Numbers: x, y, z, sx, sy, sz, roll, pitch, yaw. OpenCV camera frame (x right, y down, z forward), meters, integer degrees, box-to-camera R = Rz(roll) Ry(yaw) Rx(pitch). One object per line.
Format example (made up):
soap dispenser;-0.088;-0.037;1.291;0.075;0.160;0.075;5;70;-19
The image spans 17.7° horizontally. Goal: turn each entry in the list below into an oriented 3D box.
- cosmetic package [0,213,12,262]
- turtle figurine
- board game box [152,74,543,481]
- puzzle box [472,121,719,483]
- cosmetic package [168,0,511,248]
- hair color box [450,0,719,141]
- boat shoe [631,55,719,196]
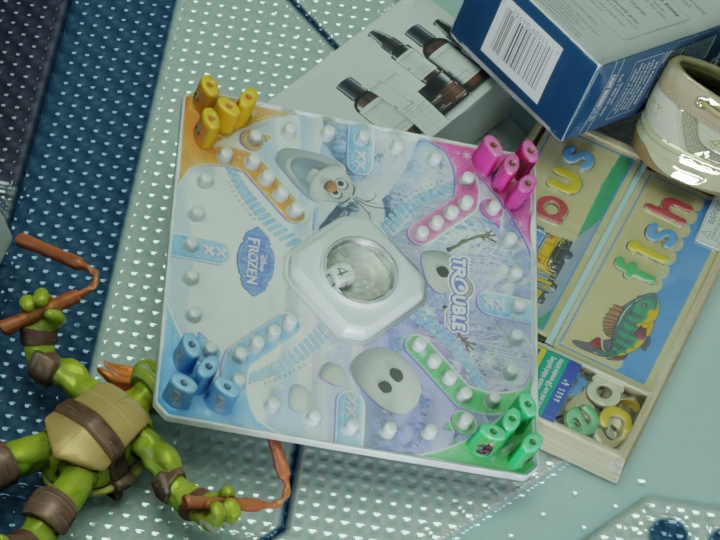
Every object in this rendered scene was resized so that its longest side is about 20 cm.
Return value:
cosmetic package;-0.297;0.000;1.104;0.165;0.165;0.200;6;51;20
turtle figurine;-0.147;0.081;1.147;0.200;0.064;0.161;45;55;13
board game box;0.000;0.000;1.192;0.200;0.026;0.200;11;56;-13
puzzle box;0.118;0.009;1.258;0.133;0.025;0.200;23;55;11
cosmetic package;-0.007;-0.072;1.286;0.083;0.051;0.200;38;58;20
hair color box;0.159;-0.148;1.325;0.200;0.061;0.100;-21;58;-39
boat shoe;0.254;-0.066;1.286;0.200;0.065;0.072;18;33;-5
